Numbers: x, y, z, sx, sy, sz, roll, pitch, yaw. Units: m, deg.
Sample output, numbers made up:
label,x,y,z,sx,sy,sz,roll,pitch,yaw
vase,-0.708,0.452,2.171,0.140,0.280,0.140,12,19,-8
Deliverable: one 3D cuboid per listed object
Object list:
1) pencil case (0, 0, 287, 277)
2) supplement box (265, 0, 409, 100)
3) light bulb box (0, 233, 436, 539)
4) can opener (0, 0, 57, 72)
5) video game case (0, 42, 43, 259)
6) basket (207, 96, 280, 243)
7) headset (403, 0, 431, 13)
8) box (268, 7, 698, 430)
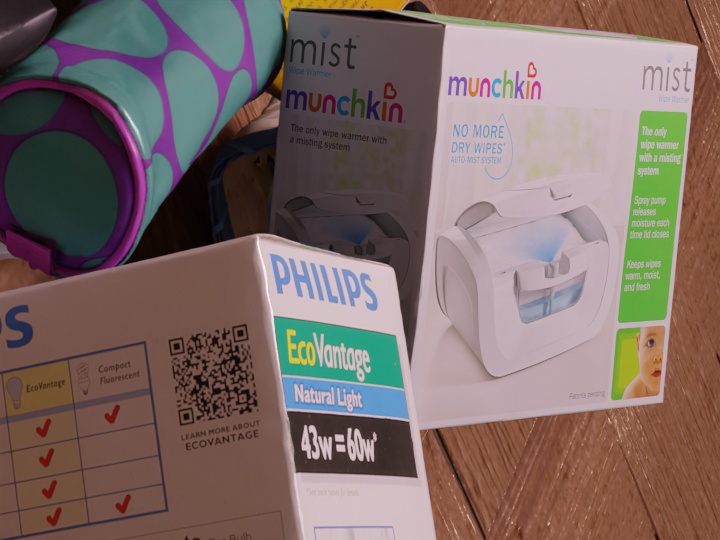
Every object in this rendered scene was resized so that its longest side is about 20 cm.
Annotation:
label,x,y,z,sx,sy,sz,roll,pitch,yaw
pencil case,-0.095,-0.072,1.050,0.085,0.092,0.200,35,30,-1
supplement box,-0.074,-0.180,1.201,0.110,0.109,0.200,-52,133,-5
light bulb box,-0.082,0.106,0.993,0.125,0.198,0.200,13,67,-65
can opener,-0.150,-0.114,1.000,0.079,0.063,0.200,44,21,-4
video game case,-0.186,-0.092,1.004,0.200,0.023,0.182,-5,82,-64
basket,0.000,0.000,1.272,0.200,0.139,0.176,-85,160,-62
headset,0.052,-0.092,1.500,0.200,0.094,0.124,-70,139,-68
box,0.055,-0.026,1.167,0.200,0.097,0.177,-1,99,-50
